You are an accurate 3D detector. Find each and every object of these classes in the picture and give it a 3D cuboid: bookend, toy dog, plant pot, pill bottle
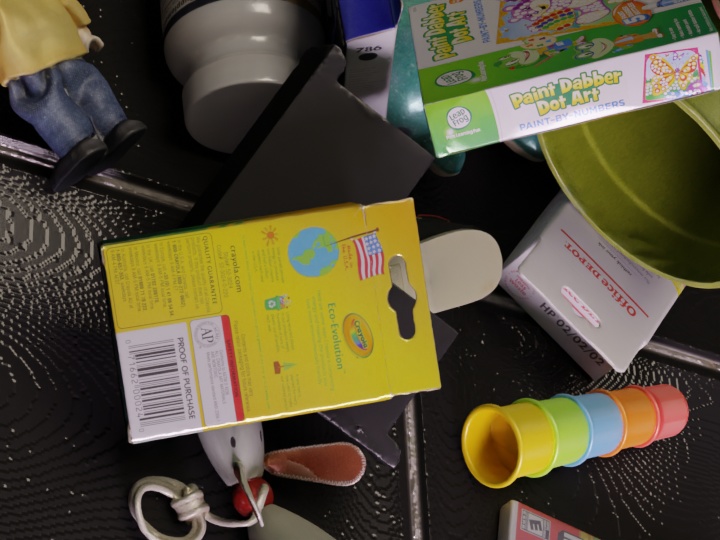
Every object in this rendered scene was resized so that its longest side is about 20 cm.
[{"bbox_3d":[-0.008,-0.011,1.560,0.198,0.092,0.200,36,87,-12],"label":"bookend"},{"bbox_3d":[-0.038,0.164,1.497,0.200,0.096,0.132,48,45,-2],"label":"toy dog"},{"bbox_3d":[0.264,-0.125,1.708,0.200,0.200,0.193,48,65,-2],"label":"plant pot"},{"bbox_3d":[-0.085,-0.191,1.673,0.115,0.116,0.201,12,57,-32],"label":"pill bottle"}]

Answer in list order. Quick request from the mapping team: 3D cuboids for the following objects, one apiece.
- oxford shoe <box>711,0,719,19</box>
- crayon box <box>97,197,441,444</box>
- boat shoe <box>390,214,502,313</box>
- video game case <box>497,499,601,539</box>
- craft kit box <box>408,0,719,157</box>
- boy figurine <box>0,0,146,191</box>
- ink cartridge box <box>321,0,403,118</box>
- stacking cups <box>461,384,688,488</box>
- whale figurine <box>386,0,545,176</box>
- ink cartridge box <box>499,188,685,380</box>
[{"bbox_3d":[0.279,-0.214,1.625,0.071,0.074,0.200,-20,63,-32],"label":"oxford shoe"},{"bbox_3d":[-0.057,0.029,1.477,0.199,0.051,0.128,-8,94,-8],"label":"crayon box"},{"bbox_3d":[0.000,0.003,1.659,0.201,0.063,0.074,-8,103,-28],"label":"boat shoe"},{"bbox_3d":[0.177,0.260,1.659,0.200,0.017,0.143,26,50,-23],"label":"video game case"},{"bbox_3d":[0.135,-0.153,1.595,0.200,0.197,0.049,-96,168,-65],"label":"craft kit box"},{"bbox_3d":[-0.232,-0.152,1.571,0.200,0.064,0.124,53,45,3],"label":"boy figurine"},{"bbox_3d":[-0.001,-0.178,1.606,0.039,0.200,0.100,-7,71,-6],"label":"ink cartridge box"},{"bbox_3d":[0.164,0.110,1.712,0.199,0.060,0.061,-10,70,-41],"label":"stacking cups"},{"bbox_3d":[0.071,-0.147,1.772,0.199,0.104,0.160,17,54,-26],"label":"whale figurine"},{"bbox_3d":[0.181,-0.001,1.791,0.115,0.068,0.200,45,45,-3],"label":"ink cartridge box"}]
